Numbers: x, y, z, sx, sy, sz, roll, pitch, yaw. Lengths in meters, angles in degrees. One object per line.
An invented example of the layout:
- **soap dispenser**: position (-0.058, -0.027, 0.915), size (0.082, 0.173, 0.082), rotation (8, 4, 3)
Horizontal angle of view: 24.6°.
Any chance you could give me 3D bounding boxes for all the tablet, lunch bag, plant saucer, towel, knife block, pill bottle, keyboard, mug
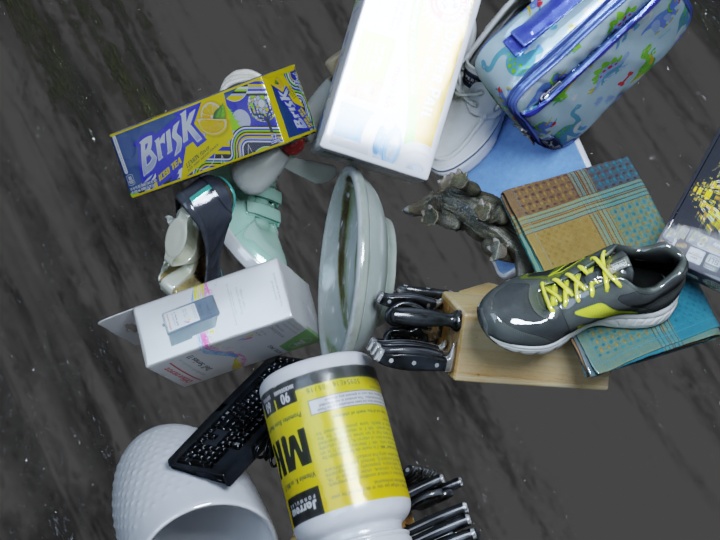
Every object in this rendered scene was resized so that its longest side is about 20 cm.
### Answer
- **tablet**: position (0.156, -0.105, 1.625), size (0.129, 0.014, 0.201), rotation (-30, 66, 19)
- **lunch bag**: position (0.207, -0.212, 1.531), size (0.200, 0.161, 0.083), rotation (-42, 63, 5)
- **plant saucer**: position (0.000, 0.000, 1.613), size (0.050, 0.200, 0.202), rotation (5, 79, -11)
- **towel**: position (0.229, -0.005, 1.516), size (0.145, 0.022, 0.201), rotation (-15, 64, -20)
- **knife block**: position (0.112, 0.066, 1.505), size (0.199, 0.175, 0.065), rotation (17, 108, 28)
- **pill bottle**: position (-0.018, 0.186, 1.518), size (0.114, 0.114, 0.202), rotation (-23, 71, 21)
- **knife block**: position (0.021, 0.275, 1.582), size (0.175, 0.064, 0.202), rotation (23, 90, 30)
- **keyboard**: position (-0.098, 0.134, 1.614), size (0.103, 0.200, 0.040), rotation (11, 125, 26)
- **mug**: position (-0.178, 0.260, 1.648), size (0.176, 0.146, 0.202), rotation (-126, 40, -54)

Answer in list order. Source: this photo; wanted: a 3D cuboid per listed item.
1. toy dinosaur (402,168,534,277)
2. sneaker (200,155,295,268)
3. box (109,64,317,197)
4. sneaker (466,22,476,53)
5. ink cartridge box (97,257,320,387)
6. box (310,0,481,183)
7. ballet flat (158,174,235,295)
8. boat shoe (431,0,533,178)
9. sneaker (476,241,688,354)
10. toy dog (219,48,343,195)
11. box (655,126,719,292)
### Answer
- **toy dinosaur**: position (0.123, -0.044, 1.569), size (0.199, 0.102, 0.078), rotation (31, 102, 27)
- **sneaker**: position (-0.098, -0.091, 1.717), size (0.118, 0.074, 0.202), rotation (-34, 64, 21)
- **box**: position (-0.145, -0.133, 1.603), size (0.199, 0.064, 0.071), rotation (-16, 96, 34)
- **sneaker**: position (0.077, -0.294, 1.671), size (0.070, 0.080, 0.202), rotation (0, 80, 25)
- **ink cartridge box**: position (-0.151, 0.061, 1.668), size (0.198, 0.117, 0.068), rotation (-19, 72, 10)
- **box**: position (0.035, -0.195, 1.583), size (0.111, 0.101, 0.202), rotation (16, 90, -7)
- **ballet flat**: position (-0.175, -0.013, 1.683), size (0.073, 0.073, 0.201), rotation (47, 143, 27)
- **boat shoe**: position (0.117, -0.185, 1.618), size (0.073, 0.065, 0.201), rotation (32, 95, 29)
- **sneaker**: position (0.195, 0.012, 1.436), size (0.198, 0.085, 0.075), rotation (-12, 61, -20)
- **toy dog**: position (-0.043, -0.155, 1.681), size (0.198, 0.096, 0.133), rotation (-15, 95, -1)
- **box**: position (0.383, -0.040, 1.460), size (0.199, 0.049, 0.162), rotation (27, 84, 29)
